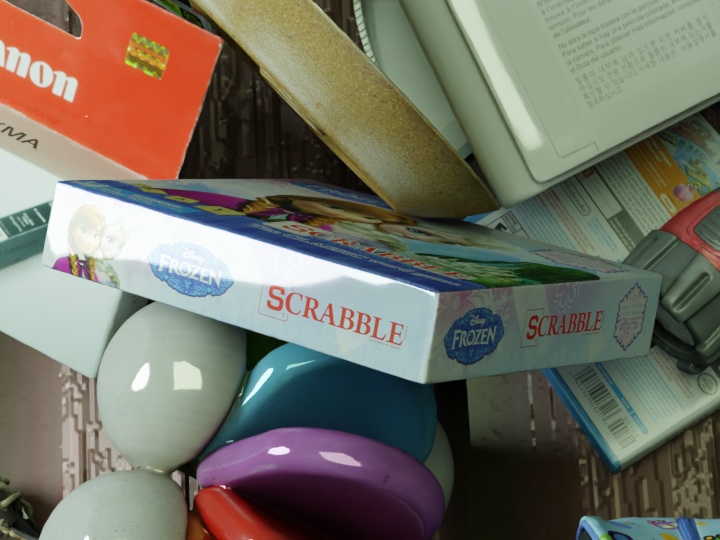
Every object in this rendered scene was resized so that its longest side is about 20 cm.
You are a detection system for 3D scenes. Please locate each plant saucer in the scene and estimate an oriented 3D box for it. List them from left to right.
[{"bbox_3d":[-0.019,-0.087,1.268,0.035,0.200,0.200,-45,74,0],"label":"plant saucer"}]

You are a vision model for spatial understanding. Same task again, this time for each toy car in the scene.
[{"bbox_3d":[-0.030,0.108,1.226,0.175,0.150,0.201,29,69,-29],"label":"toy car"}]

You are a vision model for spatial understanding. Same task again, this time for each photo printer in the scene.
[{"bbox_3d":[0.093,-0.152,1.325,0.166,0.069,0.201,-27,91,-18],"label":"photo printer"}]

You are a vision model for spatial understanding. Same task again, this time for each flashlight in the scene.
[{"bbox_3d":[0.204,-0.040,1.323,0.200,0.068,0.068,-43,112,-17],"label":"flashlight"}]

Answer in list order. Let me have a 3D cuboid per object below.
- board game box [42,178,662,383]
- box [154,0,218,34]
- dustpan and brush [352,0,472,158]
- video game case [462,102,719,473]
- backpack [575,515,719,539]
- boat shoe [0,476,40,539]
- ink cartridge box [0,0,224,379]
[{"bbox_3d":[0.000,0.000,1.237,0.199,0.199,0.041,16,100,30],"label":"board game box"},{"bbox_3d":[-0.147,-0.199,1.388,0.200,0.110,0.035,33,75,14],"label":"box"},{"bbox_3d":[0.030,-0.168,1.366,0.139,0.057,0.200,-40,89,-8],"label":"dustpan and brush"},{"bbox_3d":[0.165,-0.013,1.356,0.199,0.018,0.143,-31,72,-8],"label":"video game case"},{"bbox_3d":[0.150,0.183,1.191,0.134,0.200,0.184,-12,69,-1],"label":"backpack"},{"bbox_3d":[-0.185,0.121,1.296,0.199,0.075,0.074,7,71,4],"label":"boat shoe"},{"bbox_3d":[-0.177,-0.069,1.322,0.199,0.174,0.044,27,32,12],"label":"ink cartridge box"}]
